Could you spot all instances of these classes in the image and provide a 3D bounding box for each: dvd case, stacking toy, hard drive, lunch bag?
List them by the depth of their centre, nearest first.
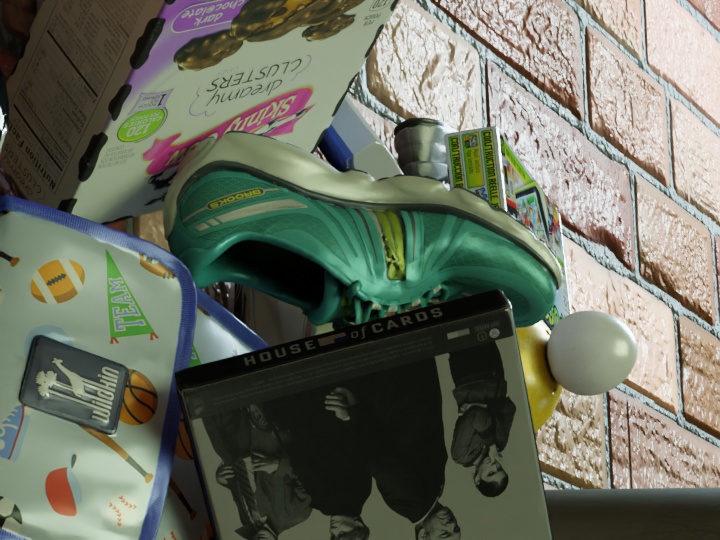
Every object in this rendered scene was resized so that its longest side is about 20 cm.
[{"bbox_3d":[0.010,0.117,1.090,0.025,0.150,0.200,-114,-169,-63],"label":"dvd case"},{"bbox_3d":[-0.124,0.082,1.105,0.200,0.124,0.170,44,47,-46],"label":"lunch bag"},{"bbox_3d":[-0.005,-0.068,1.379,0.132,0.025,0.200,58,-1,-37],"label":"hard drive"},{"bbox_3d":[0.067,0.064,1.404,0.146,0.200,0.146,30,56,-57],"label":"stacking toy"}]

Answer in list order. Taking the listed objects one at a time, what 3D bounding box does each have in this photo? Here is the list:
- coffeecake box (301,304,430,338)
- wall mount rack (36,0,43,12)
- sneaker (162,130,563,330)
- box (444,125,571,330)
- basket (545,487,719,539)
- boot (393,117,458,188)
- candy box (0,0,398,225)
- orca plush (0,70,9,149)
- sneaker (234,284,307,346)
[{"bbox_3d":[-0.013,0.128,1.219,0.154,0.073,0.200,-85,-170,-53],"label":"coffeecake box"},{"bbox_3d":[-0.136,-0.173,1.224,0.174,0.075,0.200,11,71,-61],"label":"wall mount rack"},{"bbox_3d":[0.000,0.000,1.166,0.078,0.200,0.080,117,-19,-48],"label":"sneaker"},{"bbox_3d":[0.099,-0.011,1.559,0.200,0.035,0.110,42,41,-69],"label":"box"},{"bbox_3d":[0.117,0.184,1.329,0.180,0.200,0.136,73,26,-50],"label":"basket"},{"bbox_3d":[0.034,-0.039,1.540,0.200,0.070,0.132,44,39,-66],"label":"boot"},{"bbox_3d":[-0.068,-0.120,1.152,0.168,0.200,0.072,-18,61,-41],"label":"candy box"},{"bbox_3d":[-0.170,-0.114,1.054,0.105,0.071,0.200,50,16,-25],"label":"orca plush"},{"bbox_3d":[-0.024,-0.002,1.328,0.075,0.115,0.200,9,74,-46],"label":"sneaker"}]
